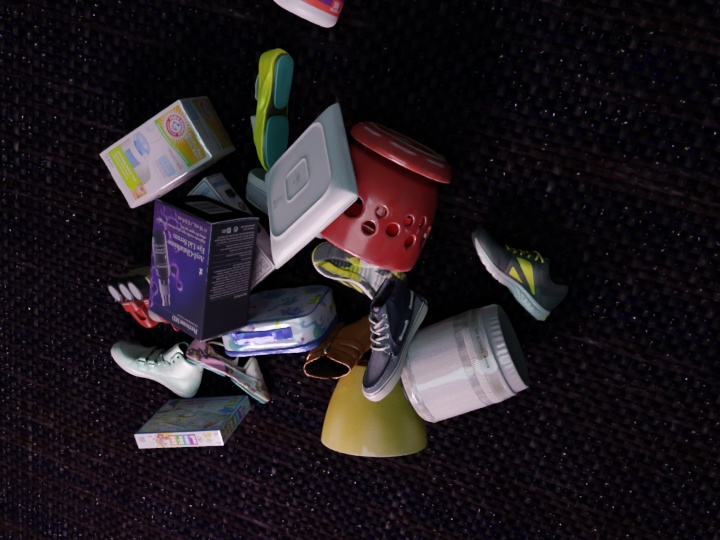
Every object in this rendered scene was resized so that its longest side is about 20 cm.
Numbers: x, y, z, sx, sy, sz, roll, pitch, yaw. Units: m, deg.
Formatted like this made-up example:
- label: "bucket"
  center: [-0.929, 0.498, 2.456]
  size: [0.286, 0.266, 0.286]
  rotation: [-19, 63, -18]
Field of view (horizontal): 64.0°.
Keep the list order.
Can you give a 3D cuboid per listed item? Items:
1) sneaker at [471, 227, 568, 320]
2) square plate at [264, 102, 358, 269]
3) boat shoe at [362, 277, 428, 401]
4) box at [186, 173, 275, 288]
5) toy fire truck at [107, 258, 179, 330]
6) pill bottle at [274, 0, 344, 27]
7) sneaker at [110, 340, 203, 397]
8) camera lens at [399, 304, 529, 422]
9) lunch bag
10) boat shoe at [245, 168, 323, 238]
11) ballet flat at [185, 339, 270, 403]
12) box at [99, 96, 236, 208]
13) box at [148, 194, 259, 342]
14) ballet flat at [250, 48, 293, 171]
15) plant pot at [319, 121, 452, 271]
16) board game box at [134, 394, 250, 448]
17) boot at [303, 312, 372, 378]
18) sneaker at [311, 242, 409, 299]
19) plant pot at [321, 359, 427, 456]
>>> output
- label: "sneaker"
  center: [0.269, -0.010, 0.972]
  size: [0.085, 0.075, 0.200]
  rotation: [-42, 103, 17]
- label: "square plate"
  center: [-0.090, -0.136, 0.898]
  size: [0.028, 0.203, 0.197]
  rotation: [22, 134, -39]
- label: "boat shoe"
  center: [0.037, 0.108, 0.961]
  size: [0.074, 0.202, 0.093]
  rotation: [0, 146, 47]
- label: "box"
  center: [-0.240, -0.059, 1.046]
  size: [0.116, 0.060, 0.201]
  rotation: [-36, 95, 21]
- label: "toy fire truck"
  center: [-0.371, 0.074, 1.135]
  size: [0.175, 0.128, 0.202]
  rotation: [-6, 117, 48]
- label: "pill bottle"
  center: [-0.053, -0.484, 0.863]
  size: [0.111, 0.113, 0.202]
  rotation: [28, 113, 4]
- label: "sneaker"
  center: [-0.414, 0.172, 1.201]
  size: [0.198, 0.074, 0.119]
  rotation: [27, 120, -7]
- label: "camera lens"
  center: [0.172, 0.162, 1.000]
  size: [0.198, 0.160, 0.162]
  rotation: [-23, 102, 20]
- label: "lunch bag"
  center: [-0.151, 0.094, 1.061]
  size: [0.196, 0.161, 0.084]
  rotation: [-8, 106, 16]
- label: "boat shoe"
  center: [-0.126, -0.106, 1.032]
  size: [0.200, 0.070, 0.072]
  rotation: [36, 123, 17]
- label: "ballet flat"
  center: [-0.256, 0.195, 1.171]
  size: [0.198, 0.069, 0.072]
  rotation: [34, 81, -13]
- label: "box"
  center: [-0.343, -0.214, 1.037]
  size: [0.198, 0.101, 0.114]
  rotation: [-24, 102, 21]
- label: "box"
  center: [-0.263, -0.008, 0.956]
  size: [0.146, 0.104, 0.203]
  rotation: [21, 110, 31]
- label: "ballet flat"
  center: [-0.158, -0.277, 0.996]
  size: [0.066, 0.066, 0.203]
  rotation: [21, 112, 30]
- label: "plant pot"
  center: [0.033, -0.125, 0.919]
  size: [0.198, 0.201, 0.185]
  rotation: [26, 108, 4]
- label: "board game box"
  center: [-0.346, 0.313, 1.201]
  size: [0.196, 0.135, 0.035]
  rotation: [-7, 107, 17]
- label: "boot"
  center: [-0.002, 0.128, 1.036]
  size: [0.196, 0.155, 0.078]
  rotation: [-8, 106, 17]
- label: "sneaker"
  center: [0.000, 0.000, 1.034]
  size: [0.198, 0.085, 0.075]
  rotation: [28, 88, -19]
- label: "plant pot"
  center: [0.028, 0.243, 1.066]
  size: [0.196, 0.200, 0.145]
  rotation: [2, 88, 14]
